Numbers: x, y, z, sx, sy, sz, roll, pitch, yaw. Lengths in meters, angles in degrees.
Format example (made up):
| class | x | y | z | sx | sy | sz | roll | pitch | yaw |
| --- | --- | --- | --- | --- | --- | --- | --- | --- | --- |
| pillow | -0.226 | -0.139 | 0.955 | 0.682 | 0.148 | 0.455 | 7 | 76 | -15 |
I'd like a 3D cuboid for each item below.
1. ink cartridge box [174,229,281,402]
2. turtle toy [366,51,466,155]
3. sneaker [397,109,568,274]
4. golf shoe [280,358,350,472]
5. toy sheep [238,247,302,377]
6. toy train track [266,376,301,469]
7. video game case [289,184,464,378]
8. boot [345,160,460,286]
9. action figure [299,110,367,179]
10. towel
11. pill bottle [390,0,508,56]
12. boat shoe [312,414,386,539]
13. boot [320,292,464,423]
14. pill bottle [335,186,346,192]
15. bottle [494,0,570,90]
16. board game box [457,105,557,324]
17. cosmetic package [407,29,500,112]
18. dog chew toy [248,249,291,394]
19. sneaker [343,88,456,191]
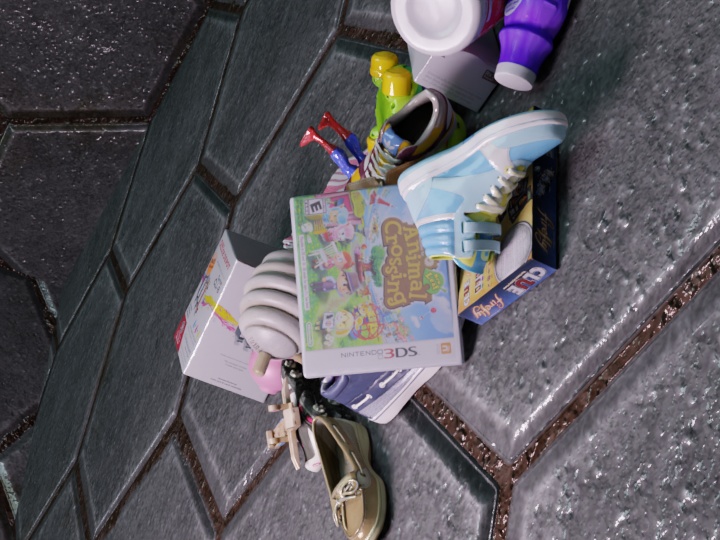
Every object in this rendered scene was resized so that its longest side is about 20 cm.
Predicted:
| class | x | y | z | sx | sy | sz | roll | pitch | yaw |
| --- | --- | --- | --- | --- | --- | --- | --- | --- | --- |
| ink cartridge box | -0.179 | 0.067 | 1.802 | 0.202 | 0.143 | 0.146 | -62 | 22 | 12 |
| turtle toy | 0.071 | -0.194 | 1.503 | 0.201 | 0.099 | 0.148 | -116 | 25 | -62 |
| sneaker | 0.139 | -0.073 | 1.195 | 0.198 | 0.079 | 0.133 | -26 | 70 | 32 |
| golf shoe | -0.073 | 0.182 | 1.541 | 0.200 | 0.076 | 0.089 | -119 | 45 | -65 |
| toy sheep | -0.095 | 0.051 | 1.532 | 0.138 | 0.137 | 0.202 | -37 | 28 | 52 |
| toy train track | -0.109 | 0.208 | 1.521 | 0.200 | 0.032 | 0.117 | 124 | 138 | -70 |
| video game case | 0.017 | 0.010 | 1.285 | 0.022 | 0.179 | 0.204 | 22 | -118 | -79 |
| boot | 0.008 | -0.025 | 1.335 | 0.074 | 0.197 | 0.157 | 3 | -114 | -87 |
| action figure | 0.016 | -0.113 | 1.464 | 0.065 | 0.199 | 0.052 | -44 | -8 | -41 |
| towel | -0.027 | -0.116 | 1.690 | 0.146 | 0.030 | 0.201 | -23 | 31 | 58 |
| pill bottle | 0.120 | -0.330 | 1.375 | 0.113 | 0.112 | 0.200 | -53 | -5 | 33 |
| boat shoe | -0.018 | 0.244 | 1.359 | 0.074 | 0.062 | 0.202 | -57 | 24 | 26 |
| boot | 0.036 | 0.092 | 1.334 | 0.201 | 0.089 | 0.073 | -55 | 24 | 27 |
| pill bottle | 0.000 | 0.000 | 1.480 | 0.113 | 0.112 | 0.202 | -46 | 31 | 43 |
| bottle | 0.205 | -0.309 | 1.344 | 0.083 | 0.064 | 0.203 | 174 | 115 | -73 |
| board game box | 0.160 | -0.060 | 1.260 | 0.135 | 0.034 | 0.203 | -42 | 34 | 49 |
| cosmetic package | 0.116 | -0.301 | 1.505 | 0.074 | 0.100 | 0.202 | -53 | 25 | 34 |
| dog chew toy | -0.107 | 0.076 | 1.665 | 0.124 | 0.123 | 0.203 | -153 | 77 | -68 |
| sneaker | 0.032 | -0.130 | 1.379 | 0.201 | 0.075 | 0.090 | -55 | -19 | 3 |
